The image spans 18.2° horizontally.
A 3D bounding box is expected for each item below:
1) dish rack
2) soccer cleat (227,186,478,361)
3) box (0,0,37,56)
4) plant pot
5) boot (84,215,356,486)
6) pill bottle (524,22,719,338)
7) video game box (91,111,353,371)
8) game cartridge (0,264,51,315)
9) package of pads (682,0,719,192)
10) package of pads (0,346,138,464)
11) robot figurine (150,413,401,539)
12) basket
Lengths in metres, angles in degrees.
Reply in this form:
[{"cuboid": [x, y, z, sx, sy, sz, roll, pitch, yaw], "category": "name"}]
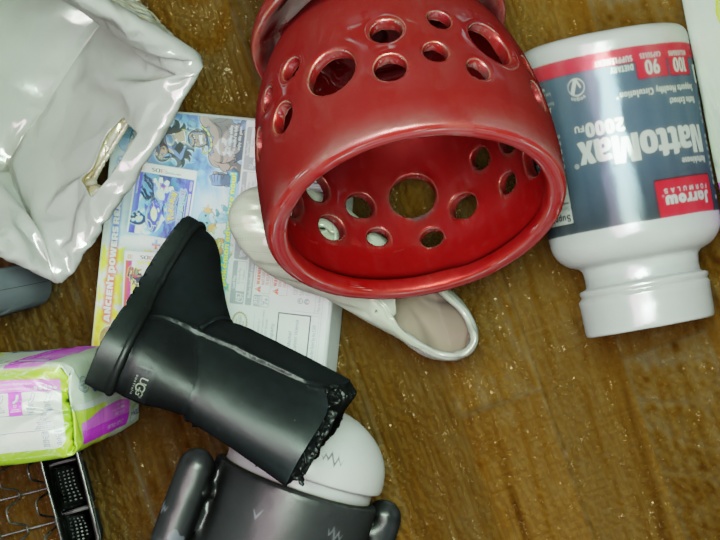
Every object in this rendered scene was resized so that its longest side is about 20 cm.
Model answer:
[{"cuboid": [-0.298, 0.165, 1.695, 0.199, 0.055, 0.154, -16, 86, 8], "category": "dish rack"}, {"cuboid": [0.000, 0.000, 1.574, 0.200, 0.078, 0.069, 31, 87, -12], "category": "soccer cleat"}, {"cuboid": [-0.284, -0.195, 1.694, 0.082, 0.049, 0.200, 37, 100, 11], "category": "box"}, {"cuboid": [0.022, -0.105, 1.497, 0.200, 0.200, 0.183, -22, 55, 14], "category": "plant pot"}, {"cuboid": [-0.083, 0.057, 1.547, 0.168, 0.200, 0.077, 27, 120, -1], "category": "boot"}, {"cuboid": [0.182, -0.060, 1.537, 0.119, 0.120, 0.201, -11, 88, 15], "category": "pill bottle"}, {"cuboid": [-0.100, -0.014, 1.650, 0.182, 0.047, 0.201, 7, 92, 12], "category": "video game box"}, {"cuboid": [-0.335, 0.036, 1.668, 0.199, 0.133, 0.042, -16, 86, 14], "category": "game cartridge"}, {"cuboid": [0.296, -0.121, 1.497, 0.154, 0.068, 0.201, -13, 87, 58], "category": "package of pads"}, {"cuboid": [-0.272, 0.096, 1.577, 0.199, 0.154, 0.068, -5, 93, 11], "category": "package of pads"}, {"cuboid": [-0.059, 0.189, 1.600, 0.124, 0.150, 0.201, 20, 92, 25], "category": "robot figurine"}, {"cuboid": [-0.257, -0.135, 1.587, 0.200, 0.161, 0.199, 27, 103, -33], "category": "basket"}]
